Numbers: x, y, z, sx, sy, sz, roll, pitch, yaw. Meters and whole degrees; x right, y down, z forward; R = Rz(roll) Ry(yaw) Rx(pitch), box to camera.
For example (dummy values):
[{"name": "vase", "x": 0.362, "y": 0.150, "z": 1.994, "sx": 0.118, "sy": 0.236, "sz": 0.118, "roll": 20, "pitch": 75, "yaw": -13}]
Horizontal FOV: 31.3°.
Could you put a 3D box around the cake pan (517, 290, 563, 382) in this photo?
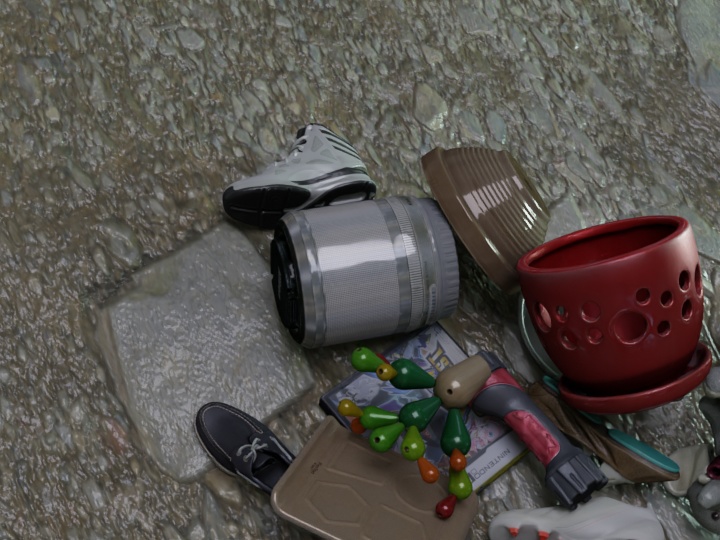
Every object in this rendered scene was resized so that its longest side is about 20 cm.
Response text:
[{"name": "cake pan", "x": 0.286, "y": 0.070, "z": 1.586, "sx": 0.198, "sy": 0.037, "sz": 0.202, "roll": 4, "pitch": 60, "yaw": -6}]

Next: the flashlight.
[{"name": "flashlight", "x": 0.185, "y": 0.181, "z": 1.450, "sx": 0.068, "sy": 0.068, "sz": 0.200, "roll": -46, "pitch": 63, "yaw": 12}]

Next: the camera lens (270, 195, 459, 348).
[{"name": "camera lens", "x": 0.000, "y": 0.000, "z": 1.513, "sx": 0.198, "sy": 0.160, "sz": 0.161, "roll": -9, "pitch": 62, "yaw": -13}]

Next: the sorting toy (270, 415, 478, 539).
[{"name": "sorting toy", "x": 0.018, "y": 0.252, "z": 1.377, "sx": 0.199, "sy": 0.037, "sz": 0.185, "roll": 28, "pitch": 29, "yaw": 8}]

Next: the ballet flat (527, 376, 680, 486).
[{"name": "ballet flat", "x": 0.271, "y": 0.203, "z": 1.490, "sx": 0.199, "sy": 0.068, "sz": 0.073, "roll": 34, "pitch": 101, "yaw": 19}]

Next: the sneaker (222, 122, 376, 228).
[{"name": "sneaker", "x": -0.089, "y": -0.123, "z": 1.634, "sx": 0.199, "sy": 0.076, "sz": 0.116, "roll": -7, "pitch": 52, "yaw": -21}]

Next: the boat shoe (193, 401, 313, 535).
[{"name": "boat shoe", "x": -0.106, "y": 0.209, "z": 1.434, "sx": 0.200, "sy": 0.063, "sz": 0.073, "roll": 40, "pitch": 62, "yaw": 14}]

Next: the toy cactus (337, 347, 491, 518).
[{"name": "toy cactus", "x": 0.076, "y": 0.156, "z": 1.412, "sx": 0.164, "sy": 0.103, "sz": 0.200, "roll": -34, "pitch": 71, "yaw": -25}]

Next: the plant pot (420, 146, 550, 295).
[{"name": "plant pot", "x": 0.165, "y": -0.079, "z": 1.552, "sx": 0.092, "sy": 0.201, "sz": 0.202, "roll": -34, "pitch": 65, "yaw": 13}]

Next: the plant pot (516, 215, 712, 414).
[{"name": "plant pot", "x": 0.290, "y": 0.051, "z": 1.447, "sx": 0.199, "sy": 0.200, "sz": 0.184, "roll": -20, "pitch": 104, "yaw": -18}]

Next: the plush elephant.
[{"name": "plush elephant", "x": 0.426, "y": 0.232, "z": 1.455, "sx": 0.164, "sy": 0.200, "sz": 0.155, "roll": 40, "pitch": 84, "yaw": 29}]

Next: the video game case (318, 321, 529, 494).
[{"name": "video game case", "x": 0.082, "y": 0.176, "z": 1.502, "sx": 0.180, "sy": 0.026, "sz": 0.200, "roll": -34, "pitch": 70, "yaw": -23}]

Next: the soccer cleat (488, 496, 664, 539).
[{"name": "soccer cleat", "x": 0.240, "y": 0.289, "z": 1.443, "sx": 0.198, "sy": 0.070, "sz": 0.078, "roll": 5, "pitch": 38, "yaw": -2}]
